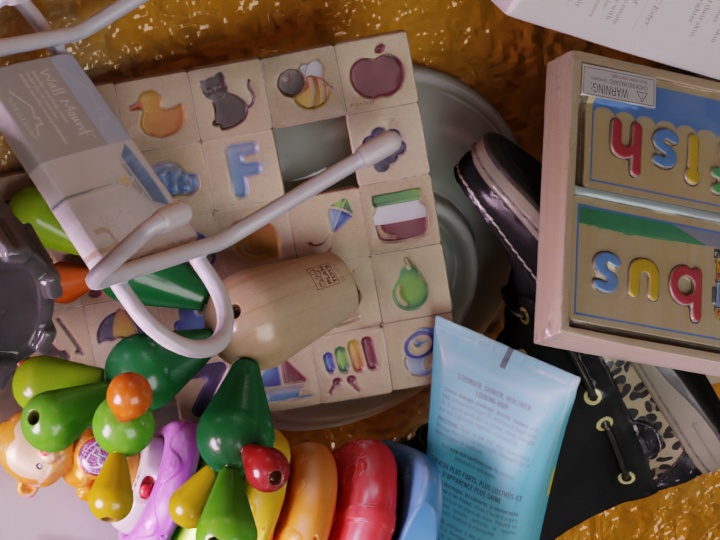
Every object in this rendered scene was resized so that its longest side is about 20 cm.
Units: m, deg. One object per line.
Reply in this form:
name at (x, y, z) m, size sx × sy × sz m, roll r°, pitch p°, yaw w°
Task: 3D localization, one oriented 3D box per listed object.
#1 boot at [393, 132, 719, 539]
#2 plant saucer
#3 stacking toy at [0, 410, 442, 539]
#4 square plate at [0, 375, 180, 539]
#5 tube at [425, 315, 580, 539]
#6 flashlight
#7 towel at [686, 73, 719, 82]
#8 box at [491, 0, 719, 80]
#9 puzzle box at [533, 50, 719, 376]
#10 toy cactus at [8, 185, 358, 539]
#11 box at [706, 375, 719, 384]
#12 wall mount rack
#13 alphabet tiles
boot at (0.066, 0.050, 1.376) m, size 0.153 × 0.074 × 0.204 m, roll -33°, pitch 112°, yaw 15°
plant saucer at (0.000, 0.000, 1.392) m, size 0.199 × 0.050 × 0.201 m, roll -14°, pitch 125°, yaw -20°
stacking toy at (-0.071, 0.106, 1.320) m, size 0.199 × 0.110 × 0.117 m, roll 22°, pitch 89°, yaw -15°
square plate at (-0.137, 0.151, 1.344) m, size 0.197 × 0.028 × 0.201 m, roll 9°, pitch 86°, yaw -29°
tube at (0.054, 0.123, 1.353) m, size 0.050 × 0.077 × 0.201 m, roll -35°, pitch 139°, yaw -53°
flashlight at (-0.174, -0.037, 1.179) m, size 0.068 × 0.200 × 0.068 m, roll -40°, pitch 129°, yaw -1°
towel at (0.242, -0.051, 1.429) m, size 0.199 × 0.147 × 0.024 m, roll -10°, pitch 149°, yaw -20°
box at (0.149, -0.166, 1.334) m, size 0.199 × 0.098 × 0.125 m, roll 13°, pitch 112°, yaw -33°
puzzle box at (0.172, -0.017, 1.333) m, size 0.199 × 0.025 × 0.134 m, roll 10°, pitch 75°, yaw -24°
toy cactus at (-0.077, 0.027, 1.271) m, size 0.164 × 0.200 × 0.103 m, roll -24°, pitch 146°, yaw -26°
box at (0.219, -0.010, 1.474) m, size 0.199 × 0.095 × 0.078 m, roll -10°, pitch 125°, yaw -20°
wall mount rack at (-0.082, -0.068, 1.235) m, size 0.075 × 0.200 × 0.174 m, roll -40°, pitch 169°, yaw 33°
alphabet tiles at (-0.063, -0.012, 1.321) m, size 0.199 × 0.008 × 0.168 m, roll -10°, pitch 109°, yaw 1°
